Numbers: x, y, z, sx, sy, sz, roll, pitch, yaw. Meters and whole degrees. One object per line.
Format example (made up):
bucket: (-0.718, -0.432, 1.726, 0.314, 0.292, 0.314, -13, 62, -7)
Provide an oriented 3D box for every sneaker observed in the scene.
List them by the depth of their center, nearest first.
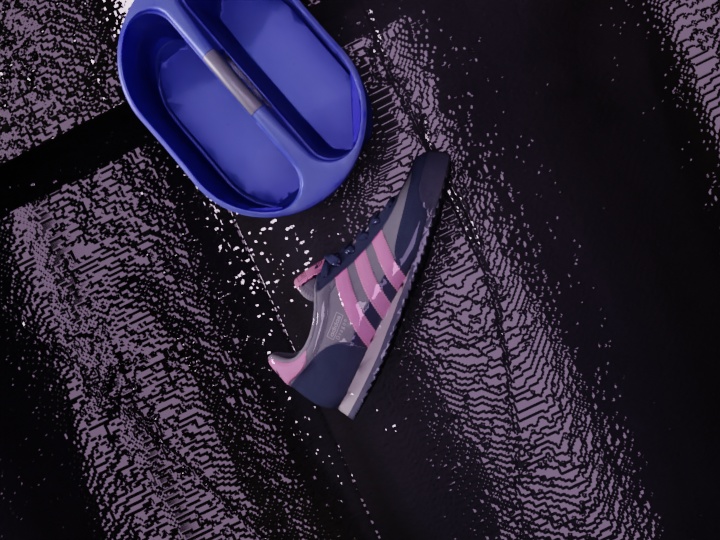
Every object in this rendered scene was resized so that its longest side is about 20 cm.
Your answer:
sneaker: (0.000, 0.000, 1.390, 0.082, 0.070, 0.200, 23, 92, 5)

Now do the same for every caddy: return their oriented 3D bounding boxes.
caddy: (-0.080, -0.130, 1.394, 0.141, 0.105, 0.200, -42, 83, 8)
